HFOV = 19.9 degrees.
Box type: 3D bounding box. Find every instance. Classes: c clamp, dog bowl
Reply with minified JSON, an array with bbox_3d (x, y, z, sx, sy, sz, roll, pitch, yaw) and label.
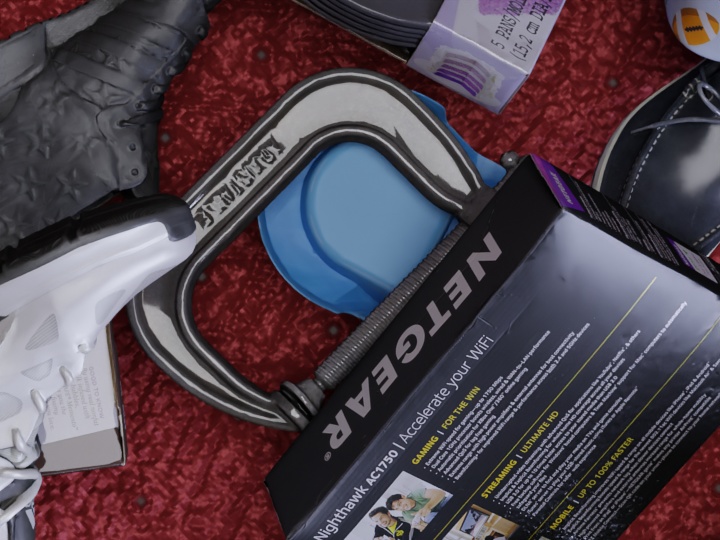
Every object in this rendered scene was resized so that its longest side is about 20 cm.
[{"bbox_3d":[0.000,0.000,0.944,0.200,0.027,0.171,-40,93,-6],"label":"c clamp"},{"bbox_3d":[0.044,-0.010,0.988,0.200,0.050,0.112,28,85,-5],"label":"dog bowl"}]

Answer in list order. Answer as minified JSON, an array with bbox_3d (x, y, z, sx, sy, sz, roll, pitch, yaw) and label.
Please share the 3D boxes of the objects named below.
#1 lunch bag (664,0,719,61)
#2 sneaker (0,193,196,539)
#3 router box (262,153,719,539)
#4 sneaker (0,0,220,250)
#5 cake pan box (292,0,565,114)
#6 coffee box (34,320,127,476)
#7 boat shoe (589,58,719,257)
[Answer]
[{"bbox_3d":[0.213,-0.179,0.962,0.160,0.076,0.200,9,56,-6],"label":"lunch bag"},{"bbox_3d":[-0.140,0.055,0.849,0.200,0.076,0.115,-29,100,0],"label":"sneaker"},{"bbox_3d":[0.075,0.063,0.924,0.149,0.051,0.200,28,110,-31],"label":"router box"},{"bbox_3d":[-0.114,-0.076,0.969,0.200,0.060,0.104,-27,90,-1],"label":"sneaker"},{"bbox_3d":[0.026,-0.193,0.961,0.184,0.052,0.200,29,64,-3],"label":"cake pan box"},{"bbox_3d":[-0.208,0.061,0.924,0.200,0.114,0.080,-7,89,-6],"label":"coffee box"},{"bbox_3d":[0.177,-0.067,0.972,0.075,0.062,0.200,48,66,-7],"label":"boat shoe"}]
